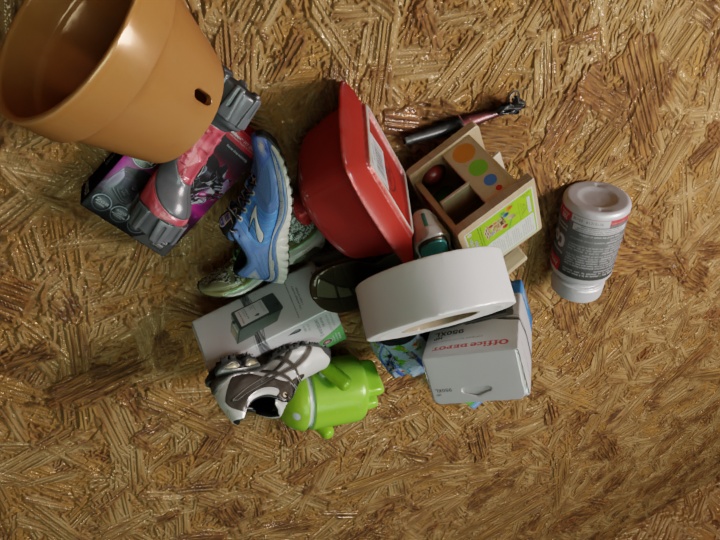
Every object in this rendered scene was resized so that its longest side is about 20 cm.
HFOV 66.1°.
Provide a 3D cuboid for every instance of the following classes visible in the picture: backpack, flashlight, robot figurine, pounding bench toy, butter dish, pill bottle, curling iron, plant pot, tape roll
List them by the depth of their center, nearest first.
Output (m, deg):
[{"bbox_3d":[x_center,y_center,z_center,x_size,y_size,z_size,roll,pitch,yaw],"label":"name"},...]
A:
[{"bbox_3d":[-0.229,-0.201,0.543,0.200,0.201,0.140,-43,147,10],"label":"plant pot"},{"bbox_3d":[-0.185,-0.123,0.625,0.067,0.068,0.201,30,108,-37],"label":"flashlight"},{"bbox_3d":[0.095,0.034,0.717,0.198,0.072,0.203,-14,168,-3],"label":"tape roll"},{"bbox_3d":[-0.024,-0.104,0.728,0.146,0.203,0.200,-20,135,18],"label":"butter dish"},{"bbox_3d":[0.151,-0.221,0.807,0.196,0.026,0.050,-19,168,-8],"label":"curling iron"},{"bbox_3d":[0.173,-0.091,0.836,0.123,0.157,0.200,-35,145,2],"label":"pounding bench toy"},{"bbox_3d":[0.071,0.097,0.937,0.153,0.165,0.199,-39,139,18],"label":"backpack"},{"bbox_3d":[-0.062,0.214,0.972,0.196,0.117,0.177,-4,138,-23],"label":"robot figurine"},{"bbox_3d":[0.410,-0.048,1.008,0.112,0.114,0.203,-15,130,-15],"label":"pill bottle"}]

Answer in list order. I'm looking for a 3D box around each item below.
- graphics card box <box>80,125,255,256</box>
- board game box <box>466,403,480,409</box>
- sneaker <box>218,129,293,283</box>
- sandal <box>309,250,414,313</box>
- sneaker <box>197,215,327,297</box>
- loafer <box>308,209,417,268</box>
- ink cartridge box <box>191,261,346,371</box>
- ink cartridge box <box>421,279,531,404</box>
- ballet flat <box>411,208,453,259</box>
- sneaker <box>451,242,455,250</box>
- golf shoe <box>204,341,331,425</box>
[{"bbox_3d":[-0.229,-0.126,0.680,0.200,0.051,0.125,-42,131,9],"label":"graphics card box"},{"bbox_3d":[0.240,0.201,1.165,0.151,0.037,0.199,-44,130,10],"label":"board game box"},{"bbox_3d":[-0.131,-0.072,0.688,0.087,0.079,0.204,-2,119,-16],"label":"sneaker"},{"bbox_3d":[0.000,0.000,0.790,0.198,0.054,0.083,-24,130,-40],"label":"sandal"},{"bbox_3d":[-0.149,-0.038,0.783,0.198,0.077,0.090,-30,119,-9],"label":"sneaker"},{"bbox_3d":[0.014,-0.034,0.851,0.196,0.075,0.071,-15,126,-15],"label":"loafer"},{"bbox_3d":[-0.132,0.092,0.839,0.197,0.085,0.147,-26,155,-6],"label":"ink cartridge box"},{"bbox_3d":[0.187,0.106,0.860,0.142,0.201,0.086,-11,113,22],"label":"ink cartridge box"},{"bbox_3d":[0.106,-0.031,0.821,0.069,0.070,0.200,-30,156,-2],"label":"ballet flat"},{"bbox_3d":[0.183,-0.030,0.935,0.196,0.080,0.097,1,122,-27],"label":"sneaker"},{"bbox_3d":[-0.115,0.160,0.775,0.197,0.095,0.078,-8,147,-40],"label":"golf shoe"}]
